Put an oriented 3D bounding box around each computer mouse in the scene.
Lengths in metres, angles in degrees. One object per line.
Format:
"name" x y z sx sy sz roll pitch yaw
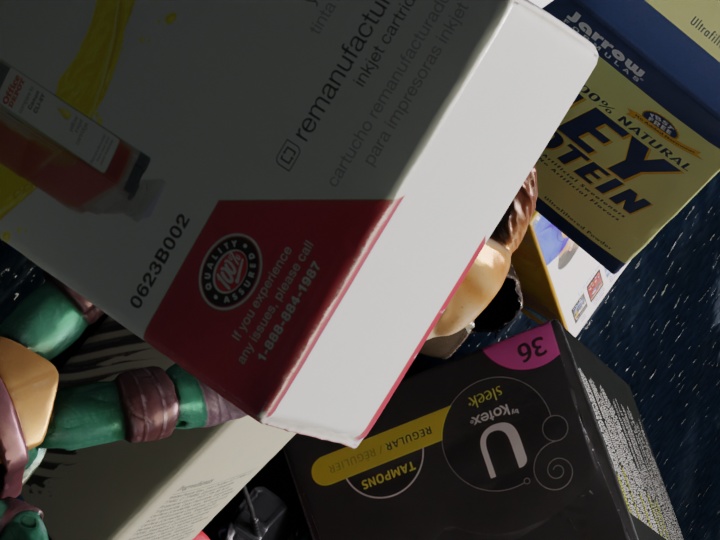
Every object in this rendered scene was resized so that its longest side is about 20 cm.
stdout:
"computer mouse" -0.061 0.110 1.402 0.059 0.034 0.200 -55 155 -31

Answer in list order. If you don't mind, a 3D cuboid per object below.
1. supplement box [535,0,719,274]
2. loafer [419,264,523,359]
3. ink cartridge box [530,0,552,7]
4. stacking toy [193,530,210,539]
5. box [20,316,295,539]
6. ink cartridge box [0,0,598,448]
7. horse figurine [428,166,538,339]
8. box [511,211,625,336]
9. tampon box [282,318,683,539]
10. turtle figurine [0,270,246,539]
"supplement box" 0.137 -0.135 1.252 0.200 0.134 0.200 -51 178 -18
"loafer" 0.023 0.002 1.365 0.200 0.071 0.073 -12 132 -63
"ink cartridge box" 0.040 -0.155 1.014 0.173 0.043 0.201 -39 152 -40
"stacking toy" -0.048 0.193 1.298 0.110 0.200 0.116 -29 147 -51
"box" -0.049 0.029 1.157 0.200 0.068 0.082 -46 163 27
"ink cartridge box" -0.053 -0.062 0.917 0.146 0.200 0.083 -59 156 6
"horse figurine" 0.000 0.000 1.235 0.200 0.050 0.133 -34 131 17
"box" 0.122 -0.042 1.573 0.119 0.041 0.200 -53 157 -11
"tampon box" 0.070 0.123 1.492 0.149 0.127 0.200 -22 163 9
"turtle figurine" -0.131 0.046 1.049 0.199 0.101 0.150 -27 102 -27
